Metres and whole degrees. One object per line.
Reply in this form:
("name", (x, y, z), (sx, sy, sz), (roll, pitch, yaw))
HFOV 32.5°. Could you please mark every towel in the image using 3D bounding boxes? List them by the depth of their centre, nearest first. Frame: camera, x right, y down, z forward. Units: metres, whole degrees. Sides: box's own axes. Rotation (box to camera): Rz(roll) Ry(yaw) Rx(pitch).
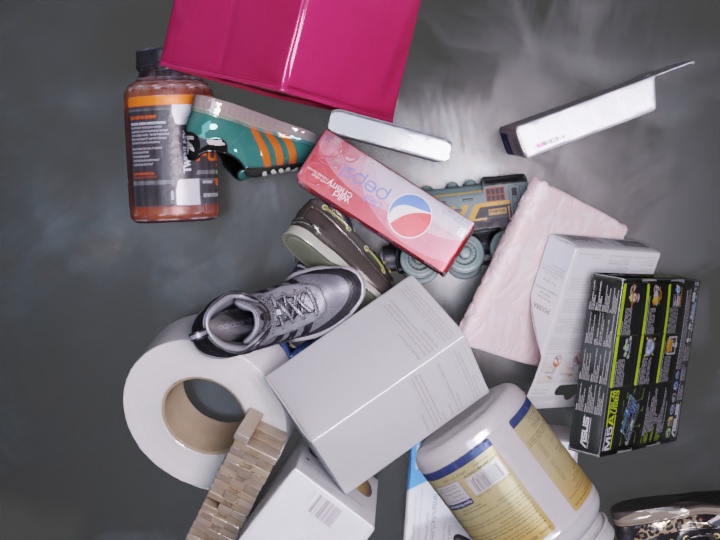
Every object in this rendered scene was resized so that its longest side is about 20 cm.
("towel", (0.210, 0.009, 1.420), (0.032, 0.191, 0.201), (30, 98, 44))

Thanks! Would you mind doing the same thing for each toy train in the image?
("toy train", (0.119, -0.049, 1.455), (0.199, 0.085, 0.114), (-6, 82, 4))

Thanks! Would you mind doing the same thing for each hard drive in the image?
("hard drive", (0.034, -0.149, 1.386), (0.131, 0.200, 0.027), (15, 95, 1))

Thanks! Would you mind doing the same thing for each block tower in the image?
("block tower", (-0.145, 0.255, 1.418), (0.058, 0.054, 0.200), (25, 119, 0))

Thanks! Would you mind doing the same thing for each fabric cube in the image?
("fabric cube", (-0.068, -0.287, 1.346), (0.200, 0.196, 0.200), (17, 95, 37))

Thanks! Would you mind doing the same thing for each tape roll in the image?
("tape roll", (-0.173, 0.154, 1.446), (0.202, 0.071, 0.203), (5, 116, 11))

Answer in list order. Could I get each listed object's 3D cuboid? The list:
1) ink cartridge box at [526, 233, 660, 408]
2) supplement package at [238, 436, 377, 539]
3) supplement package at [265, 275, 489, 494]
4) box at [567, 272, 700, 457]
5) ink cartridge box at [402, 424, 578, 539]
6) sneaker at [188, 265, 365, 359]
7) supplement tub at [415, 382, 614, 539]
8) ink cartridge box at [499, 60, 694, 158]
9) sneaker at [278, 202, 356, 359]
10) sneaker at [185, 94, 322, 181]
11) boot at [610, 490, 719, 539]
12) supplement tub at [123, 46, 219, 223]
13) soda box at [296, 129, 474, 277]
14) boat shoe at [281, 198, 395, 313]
("ink cartridge box", (0.254, 0.060, 1.432), (0.160, 0.047, 0.201), (2, 112, -42))
("supplement package", (-0.056, 0.275, 1.422), (0.114, 0.200, 0.110), (38, 96, -2))
("supplement package", (0.019, 0.125, 1.356), (0.200, 0.117, 0.117), (-34, 48, -7))
("box", (0.315, 0.104, 1.409), (0.047, 0.193, 0.201), (12, 98, 42))
("ink cartridge box", (0.153, 0.256, 1.471), (0.199, 0.084, 0.145), (4, 95, 1))
("sneaker", (-0.088, 0.046, 1.315), (0.199, 0.114, 0.076), (-19, 88, -2))
("supplement tub", (0.171, 0.241, 1.355), (0.144, 0.144, 0.200), (-37, 92, 4))
("ink cartridge box", (0.261, -0.176, 1.378), (0.199, 0.196, 0.043), (-19, 95, 4))
("sneaker", (-0.052, 0.019, 1.460), (0.077, 0.085, 0.201), (15, 94, 1))
("sneaker", (-0.114, -0.136, 1.427), (0.199, 0.071, 0.080), (16, 90, -31))
("boot", (0.404, 0.346, 1.476), (0.199, 0.073, 0.151), (-5, 93, 6))
("supplement tub", (-0.221, -0.157, 1.441), (0.106, 0.107, 0.201), (-2, 95, 2))
("soda box", (0.029, -0.075, 1.389), (0.200, 0.063, 0.070), (32, 89, 6))
("boat shoe", (0.000, 0.000, 1.418), (0.201, 0.072, 0.061), (43, 63, -24))
